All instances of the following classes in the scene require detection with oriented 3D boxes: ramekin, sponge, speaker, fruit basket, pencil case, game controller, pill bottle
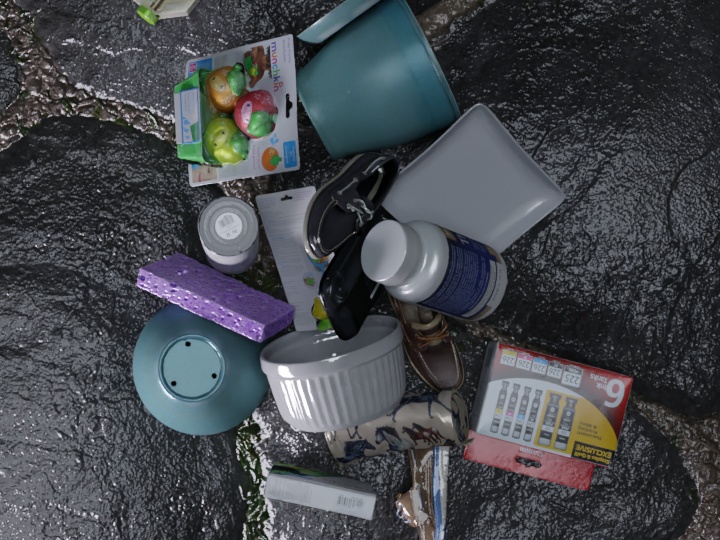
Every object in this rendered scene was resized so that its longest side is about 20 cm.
[{"bbox_3d":[-0.031,0.141,1.505,0.199,0.200,0.106,-13,101,-2],"label":"ramekin"},{"bbox_3d":[-0.197,0.035,1.522,0.199,0.111,0.030,23,108,15],"label":"sponge"},{"bbox_3d":[-0.178,-0.044,1.506,0.081,0.200,0.082,1,83,-5],"label":"speaker"},{"bbox_3d":[-0.171,-0.219,1.530,0.199,0.093,0.187,-5,87,40],"label":"fruit basket"},{"bbox_3d":[0.053,0.218,1.534,0.199,0.078,0.090,-10,111,15],"label":"pencil case"},{"bbox_3d":[0.000,0.000,1.491,0.042,0.200,0.105,5,131,24],"label":"game controller"},{"bbox_3d":[0.097,-0.004,1.484,0.199,0.111,0.112,18,85,-43],"label":"pill bottle"}]

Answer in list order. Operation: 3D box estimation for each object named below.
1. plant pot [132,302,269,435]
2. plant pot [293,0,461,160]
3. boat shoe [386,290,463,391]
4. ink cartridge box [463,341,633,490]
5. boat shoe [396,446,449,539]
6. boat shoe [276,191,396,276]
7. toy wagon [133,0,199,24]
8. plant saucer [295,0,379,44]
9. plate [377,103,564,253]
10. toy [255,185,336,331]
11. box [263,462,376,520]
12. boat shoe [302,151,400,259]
[{"bbox_3d":[-0.225,0.132,1.528,0.199,0.135,0.202,0,87,-1],"label":"plant pot"},{"bbox_3d":[0.014,-0.252,1.534,0.187,0.200,0.201,-27,88,5],"label":"plant pot"},{"bbox_3d":[0.091,0.082,1.570,0.072,0.072,0.201,-22,88,-3],"label":"boat shoe"},{"bbox_3d":[0.262,0.210,1.563,0.199,0.084,0.177,14,87,-1],"label":"ink cartridge box"},{"bbox_3d":[0.087,0.329,1.564,0.072,0.072,0.201,3,77,3],"label":"boat shoe"},{"bbox_3d":[-0.034,-0.053,1.586,0.200,0.063,0.073,-36,104,0],"label":"boat shoe"},{"bbox_3d":[-0.309,-0.460,1.604,0.200,0.040,0.155,38,86,1],"label":"toy wagon"},{"bbox_3d":[0.000,-0.364,1.504,0.200,0.200,0.027,-37,101,-3],"label":"plant saucer"},{"bbox_3d":[0.153,-0.109,1.553,0.200,0.032,0.199,-40,113,15],"label":"plate"},{"bbox_3d":[-0.065,-0.018,1.521,0.115,0.047,0.201,-6,103,40],"label":"toy"},{"bbox_3d":[-0.055,0.295,1.492,0.143,0.200,0.037,13,82,-1],"label":"box"},{"bbox_3d":[-0.010,-0.091,1.458,0.200,0.062,0.073,-56,129,-40],"label":"boat shoe"}]
